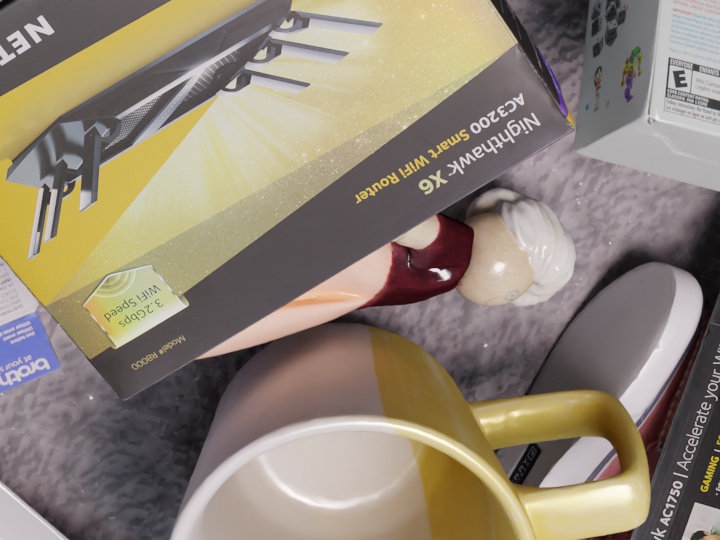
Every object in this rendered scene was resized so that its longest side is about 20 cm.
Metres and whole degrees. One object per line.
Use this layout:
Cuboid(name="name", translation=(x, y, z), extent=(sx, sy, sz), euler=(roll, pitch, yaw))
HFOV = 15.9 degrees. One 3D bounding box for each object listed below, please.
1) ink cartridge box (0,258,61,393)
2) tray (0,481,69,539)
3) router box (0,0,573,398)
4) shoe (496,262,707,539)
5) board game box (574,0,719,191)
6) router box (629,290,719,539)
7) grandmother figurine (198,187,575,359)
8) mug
Cuboid(name="ink cartridge box", translation=(-0.209, -0.022, 1.045), extent=(0.119, 0.042, 0.200), euler=(-23, 124, -6))
Cuboid(name="tray", translation=(-0.160, 0.154, 1.097), extent=(0.200, 0.022, 0.107), euler=(44, 70, -20))
Cuboid(name="router box", translation=(-0.049, -0.067, 0.927), extent=(0.200, 0.052, 0.157), euler=(-32, 120, 11))
Cuboid(name="shoe", translation=(0.119, 0.092, 1.183), extent=(0.091, 0.071, 0.200), euler=(24, 109, -24))
Cuboid(name="board game box", translation=(0.174, -0.131, 1.051), extent=(0.147, 0.064, 0.200), euler=(14, 73, -20))
Cuboid(name="router box", translation=(0.208, 0.082, 1.101), extent=(0.200, 0.149, 0.051), euler=(-67, 157, -15))
Cuboid(name="grandmother figurine", translation=(0.000, 0.000, 1.090), extent=(0.200, 0.121, 0.061), euler=(-5, 88, -28))
Cuboid(name="mug", translation=(0.011, 0.102, 1.094), extent=(0.187, 0.153, 0.149), euler=(19, 110, -10))
